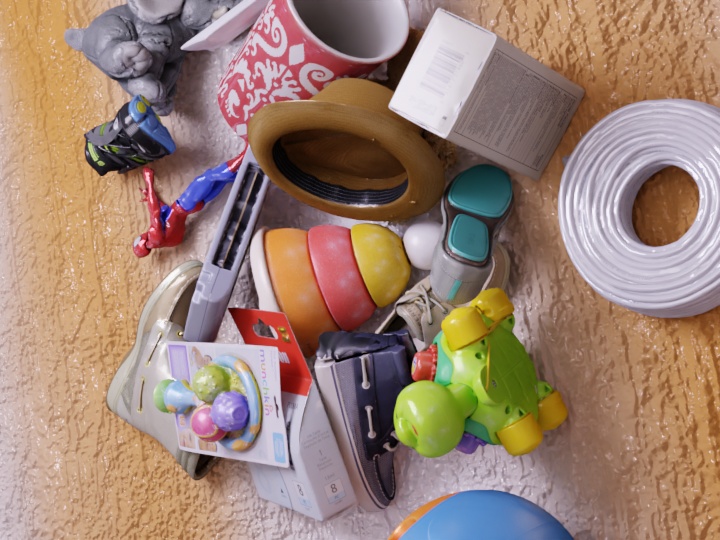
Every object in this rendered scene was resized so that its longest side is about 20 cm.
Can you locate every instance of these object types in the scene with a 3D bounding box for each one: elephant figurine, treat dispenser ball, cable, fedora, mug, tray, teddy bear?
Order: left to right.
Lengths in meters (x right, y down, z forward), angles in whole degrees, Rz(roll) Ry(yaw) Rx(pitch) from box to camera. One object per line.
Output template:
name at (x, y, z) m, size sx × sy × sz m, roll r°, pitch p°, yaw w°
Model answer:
elephant figurine at (-0.201, -0.281, 1.650) m, size 0.200 × 0.155 × 0.141 m, roll -51°, pitch 21°, yaw -3°
tray at (-0.094, -0.287, 1.553) m, size 0.200 × 0.107 × 0.022 m, roll -40°, pitch 103°, yaw -14°
mug at (-0.041, -0.220, 1.513) m, size 0.134 × 0.177 × 0.200 m, roll 62°, pitch 142°, yaw 11°
fedora at (-0.008, -0.126, 1.425) m, size 0.200 × 0.201 × 0.082 m, roll 0°, pitch 55°, yaw 31°
teddy bear at (0.044, -0.144, 1.510) m, size 0.145 × 0.067 × 0.200 m, roll 8°, pitch 90°, yaw 45°
treat dispenser ball at (0.107, 0.294, 1.318) m, size 0.201 × 0.201 × 0.201 m, roll -5°, pitch 80°, yaw 30°
cable at (0.278, -0.059, 1.347) m, size 0.200 × 0.069 × 0.200 m, roll -18°, pitch 73°, yaw 27°

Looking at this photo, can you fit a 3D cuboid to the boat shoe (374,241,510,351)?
boat shoe at (0.067, 0.047, 1.459) m, size 0.200 × 0.065 × 0.072 m, roll -47°, pitch 63°, yaw 16°

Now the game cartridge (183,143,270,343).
game cartridge at (-0.132, -0.028, 1.532) m, size 0.041 × 0.133 × 0.200 m, roll 21°, pitch 63°, yaw -6°

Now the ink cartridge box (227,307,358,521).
ink cartridge box at (-0.084, 0.138, 1.457) m, size 0.160 × 0.047 × 0.200 m, roll 2°, pitch 115°, yaw 65°

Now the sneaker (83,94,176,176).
sneaker at (-0.255, -0.136, 1.617) m, size 0.083 × 0.200 × 0.071 m, roll -35°, pitch 97°, yaw -18°

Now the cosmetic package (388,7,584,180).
cosmetic package at (0.121, -0.159, 1.380) m, size 0.073 × 0.200 × 0.104 m, roll 32°, pitch 98°, yaw 30°

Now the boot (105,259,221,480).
boot at (-0.176, 0.105, 1.592) m, size 0.155 × 0.072 × 0.200 m, roll 36°, pitch 106°, yaw 30°

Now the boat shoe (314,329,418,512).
boat shoe at (0.025, 0.146, 1.428) m, size 0.093 × 0.075 × 0.200 m, roll -8°, pitch 120°, yaw 16°

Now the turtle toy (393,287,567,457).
turtle toy at (0.099, 0.109, 1.358) m, size 0.101 × 0.200 × 0.146 m, roll -28°, pitch 89°, yaw 28°

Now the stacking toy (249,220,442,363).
stacking toy at (0.000, 0.000, 1.493) m, size 0.200 × 0.146 × 0.146 m, roll -18°, pitch 73°, yaw 7°

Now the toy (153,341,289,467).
toy at (-0.147, 0.131, 1.464) m, size 0.200 × 0.047 × 0.115 m, roll 0°, pitch 97°, yaw 55°

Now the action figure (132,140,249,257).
action figure at (-0.194, -0.100, 1.637) m, size 0.200 × 0.065 × 0.099 m, roll -44°, pitch 72°, yaw 17°

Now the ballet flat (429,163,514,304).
ballet flat at (0.099, -0.034, 1.403) m, size 0.067 × 0.200 × 0.064 m, roll 21°, pitch 122°, yaw 2°
